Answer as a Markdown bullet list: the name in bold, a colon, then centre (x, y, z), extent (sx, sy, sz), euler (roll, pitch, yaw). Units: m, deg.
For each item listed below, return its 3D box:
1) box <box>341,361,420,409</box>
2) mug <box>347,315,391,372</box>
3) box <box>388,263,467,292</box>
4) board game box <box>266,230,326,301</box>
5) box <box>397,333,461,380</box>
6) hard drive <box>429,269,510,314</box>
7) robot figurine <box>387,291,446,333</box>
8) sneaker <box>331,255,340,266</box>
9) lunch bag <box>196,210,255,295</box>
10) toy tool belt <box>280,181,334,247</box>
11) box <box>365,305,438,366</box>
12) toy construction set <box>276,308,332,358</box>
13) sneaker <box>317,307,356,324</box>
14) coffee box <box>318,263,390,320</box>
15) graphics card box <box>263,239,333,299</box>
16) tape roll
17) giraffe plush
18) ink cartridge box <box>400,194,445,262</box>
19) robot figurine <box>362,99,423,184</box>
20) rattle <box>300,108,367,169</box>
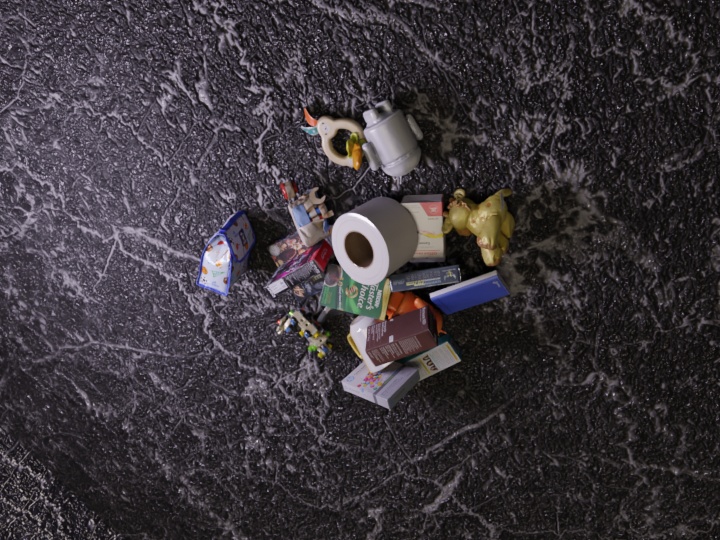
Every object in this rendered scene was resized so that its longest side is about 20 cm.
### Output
- **box**: centre (0.062, 0.339, 1.629), extent (0.198, 0.155, 0.042), euler (9, 124, 45)
- **mug**: centre (0.030, 0.215, 1.629), extent (0.185, 0.150, 0.154), euler (-34, 97, 20)
- **box**: centre (0.191, 0.020, 1.470), extent (0.196, 0.157, 0.052), euler (-10, 88, 18)
- **board game box**: centre (-0.183, -0.016, 1.622), extent (0.133, 0.035, 0.203), euler (-21, 110, 23)
- **box**: centre (0.216, 0.281, 1.663), extent (0.198, 0.049, 0.083), euler (-31, 105, 26)
- **hard drive**: centre (0.312, 0.066, 1.501), extent (0.197, 0.026, 0.132), euler (-21, 147, 23)
- **robot figurine**: centre (0.161, 0.139, 1.565), extent (0.198, 0.117, 0.145), euler (33, 114, -4)
- **sneaker**: centre (0.000, 0.000, 1.561), extent (0.196, 0.071, 0.100), euler (15, 122, 8)
- **lunch bag**: centre (-0.394, -0.058, 1.577), extent (0.121, 0.171, 0.203), euler (18, 120, 1)
- **toy tool belt**: centre (-0.137, -0.175, 1.496), extent (0.121, 0.125, 0.203), euler (-24, 116, -9)
- **box**: centre (0.114, 0.184, 1.470), extent (0.196, 0.101, 0.076), euler (-21, 123, 19)
- **toy construction set**: centre (-0.178, 0.195, 1.701), extent (0.197, 0.093, 0.132), euler (27, 159, 8)
- **sneaker**: centre (-0.049, 0.117, 1.642), extent (0.103, 0.060, 0.201), euler (35, 117, 0)
- **coffee box**: centre (-0.011, 0.060, 1.506), extent (0.195, 0.044, 0.126), euler (15, 91, 1)
- **graphics card box**: centre (-0.179, -0.003, 1.535), extent (0.198, 0.126, 0.051), euler (-29, 110, 26)
- **tape roll**: centre (0.038, -0.081, 1.428), extent (0.200, 0.138, 0.207), euler (22, 127, 33)
- **giraffe plush**: centre (0.300, -0.130, 1.382), extent (0.159, 0.173, 0.203), euler (11, 131, 32)
- **ink cartridge box**: centre (0.177, -0.103, 1.463), extent (0.114, 0.068, 0.204), euler (0, 117, 15)
- **robot figurine**: centre (0.083, -0.328, 1.345), extent (0.168, 0.113, 0.202), euler (-33, 108, -9)
- **rattle**: centre (-0.082, -0.337, 1.374), extent (0.198, 0.144, 0.130), euler (32, 139, -11)
